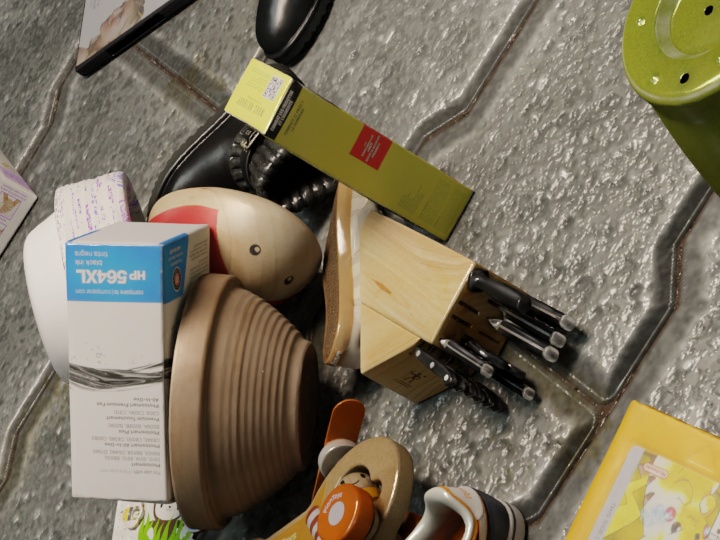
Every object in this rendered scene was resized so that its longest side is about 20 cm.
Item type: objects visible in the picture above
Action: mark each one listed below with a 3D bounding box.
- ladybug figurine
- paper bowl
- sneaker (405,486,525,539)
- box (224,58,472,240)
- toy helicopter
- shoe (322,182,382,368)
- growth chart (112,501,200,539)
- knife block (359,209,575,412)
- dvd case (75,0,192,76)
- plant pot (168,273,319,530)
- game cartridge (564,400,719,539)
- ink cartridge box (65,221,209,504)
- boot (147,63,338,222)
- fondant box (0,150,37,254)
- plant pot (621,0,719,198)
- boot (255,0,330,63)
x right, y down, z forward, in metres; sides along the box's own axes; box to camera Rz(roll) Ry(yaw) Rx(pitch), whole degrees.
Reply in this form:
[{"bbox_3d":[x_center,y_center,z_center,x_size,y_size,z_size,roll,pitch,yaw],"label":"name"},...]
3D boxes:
[{"bbox_3d":[-0.116,-0.010,1.675,0.199,0.135,0.072,-8,49,54],"label":"ladybug figurine"},{"bbox_3d":[-0.229,0.022,1.729,0.103,0.202,0.202,-16,44,-1],"label":"paper bowl"},{"bbox_3d":[0.044,0.244,1.354,0.078,0.079,0.202,2,69,51],"label":"sneaker"},{"bbox_3d":[-0.008,-0.093,1.544,0.050,0.199,0.075,-59,34,1],"label":"box"},{"bbox_3d":[-0.032,0.186,1.492,0.200,0.078,0.133,-36,41,36],"label":"toy helicopter"},{"bbox_3d":[0.000,0.000,1.608,0.070,0.053,0.201,108,167,-49],"label":"shoe"},{"bbox_3d":[-0.178,0.211,1.707,0.144,0.018,0.202,-26,49,39],"label":"growth chart"},{"bbox_3d":[0.080,0.016,1.478,0.175,0.064,0.202,-31,44,35],"label":"knife block"},{"bbox_3d":[-0.237,-0.311,2.142,0.199,0.017,0.144,-28,46,38],"label":"dvd case"},{"bbox_3d":[-0.085,0.106,1.562,0.092,0.201,0.203,3,61,8],"label":"plant pot"},{"bbox_3d":[0.188,0.198,1.243,0.176,0.032,0.201,23,84,55],"label":"game cartridge"},{"bbox_3d":[-0.172,0.069,1.556,0.083,0.146,0.202,2,97,9],"label":"ink cartridge box"},{"bbox_3d":[-0.099,-0.077,1.753,0.212,0.079,0.158,-53,36,10],"label":"boot"},{"bbox_3d":[-0.452,-0.036,2.186,0.201,0.058,0.144,-57,35,7],"label":"fondant box"},{"bbox_3d":[0.269,-0.120,1.224,0.200,0.192,0.202,-30,44,35],"label":"plant pot"},{"bbox_3d":[-0.090,-0.316,1.836,0.073,0.162,0.200,15,78,55],"label":"boot"}]
